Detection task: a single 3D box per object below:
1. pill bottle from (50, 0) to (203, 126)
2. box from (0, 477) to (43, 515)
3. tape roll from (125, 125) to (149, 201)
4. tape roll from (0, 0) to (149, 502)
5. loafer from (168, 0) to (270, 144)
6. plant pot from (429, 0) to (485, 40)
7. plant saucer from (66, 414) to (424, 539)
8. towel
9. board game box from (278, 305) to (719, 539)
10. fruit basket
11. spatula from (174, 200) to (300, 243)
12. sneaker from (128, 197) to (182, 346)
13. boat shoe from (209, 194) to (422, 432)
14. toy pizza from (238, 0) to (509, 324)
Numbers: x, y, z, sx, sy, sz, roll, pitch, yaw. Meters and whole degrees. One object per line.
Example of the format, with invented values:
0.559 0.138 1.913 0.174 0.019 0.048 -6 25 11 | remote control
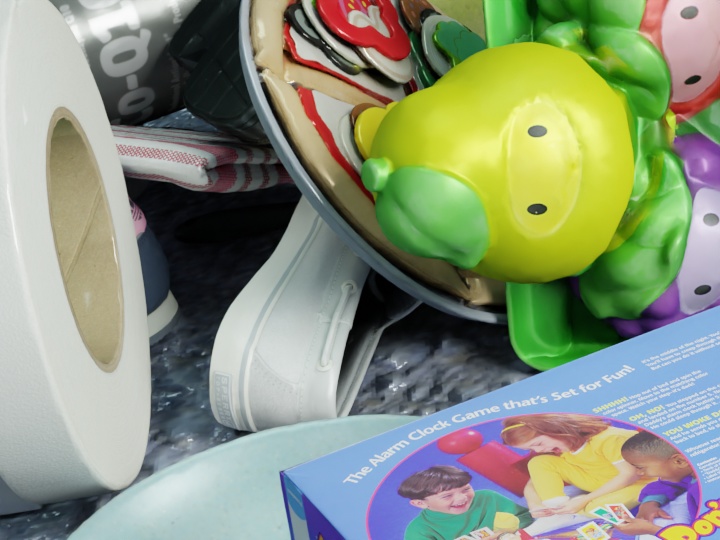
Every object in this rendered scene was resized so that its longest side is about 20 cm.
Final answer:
-0.168 -0.120 1.118 0.199 0.114 0.114 -23 27 -20 | pill bottle
-0.234 0.006 0.879 0.175 0.201 0.097 -9 26 7 | box
-0.217 -0.052 1.178 0.202 0.037 0.203 -11 25 5 | tape roll
-0.127 -0.010 0.830 0.037 0.204 0.203 -9 26 6 | tape roll
-0.041 -0.095 1.004 0.073 0.072 0.200 -48 18 9 | loafer
0.039 -0.160 1.127 0.184 0.201 0.200 -31 29 -11 | plant pot
-0.020 0.119 0.734 0.200 0.039 0.201 -10 26 5 | plant saucer
-0.086 -0.053 1.029 0.146 0.030 0.200 7 6 28 | towel
0.092 0.078 0.672 0.199 0.045 0.134 -19 28 -19 | board game box
0.101 -0.052 0.831 0.155 0.217 0.216 0 29 26 | fruit basket
-0.007 -0.025 1.040 0.199 0.021 0.057 0 31 26 | spatula
-0.190 0.012 0.981 0.199 0.082 0.070 -16 27 -5 | sneaker
0.000 0.000 0.929 0.068 0.072 0.200 10 34 19 | boat shoe
0.028 -0.066 0.927 0.032 0.200 0.200 -39 11 31 | toy pizza
